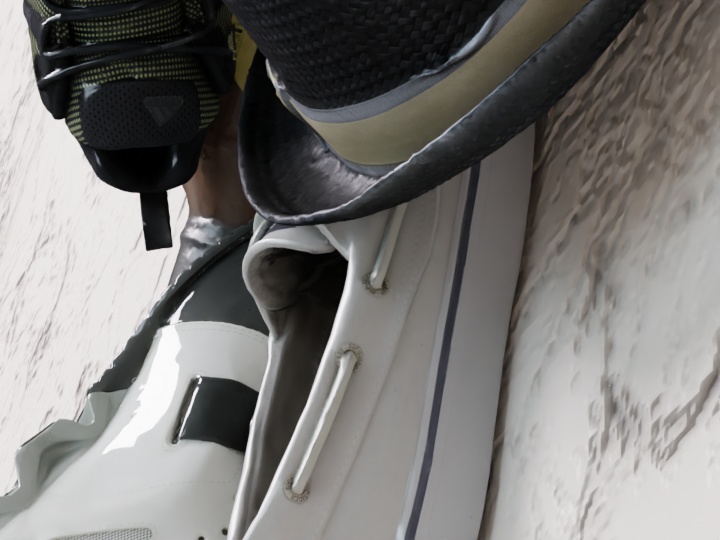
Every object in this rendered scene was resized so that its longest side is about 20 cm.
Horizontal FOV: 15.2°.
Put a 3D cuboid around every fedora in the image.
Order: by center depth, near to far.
[{"bbox_3d":[0.007,-0.108,0.675,0.201,0.092,0.201,-38,26,23],"label":"fedora"}]

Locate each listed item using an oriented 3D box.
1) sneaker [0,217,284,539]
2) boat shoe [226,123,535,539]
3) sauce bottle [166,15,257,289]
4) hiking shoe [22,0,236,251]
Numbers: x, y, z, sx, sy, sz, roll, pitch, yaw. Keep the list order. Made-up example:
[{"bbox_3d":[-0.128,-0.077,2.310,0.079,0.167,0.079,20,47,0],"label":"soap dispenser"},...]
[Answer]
[{"bbox_3d":[-0.041,0.063,0.757,0.200,0.088,0.074,-47,-31,-22],"label":"sneaker"},{"bbox_3d":[0.000,0.000,0.724,0.072,0.066,0.200,138,145,-58],"label":"boat shoe"},{"bbox_3d":[-0.020,-0.062,0.854,0.065,0.065,0.200,-160,87,-73],"label":"sauce bottle"},{"bbox_3d":[-0.061,-0.088,0.752,0.200,0.076,0.101,84,171,-62],"label":"hiking shoe"}]
